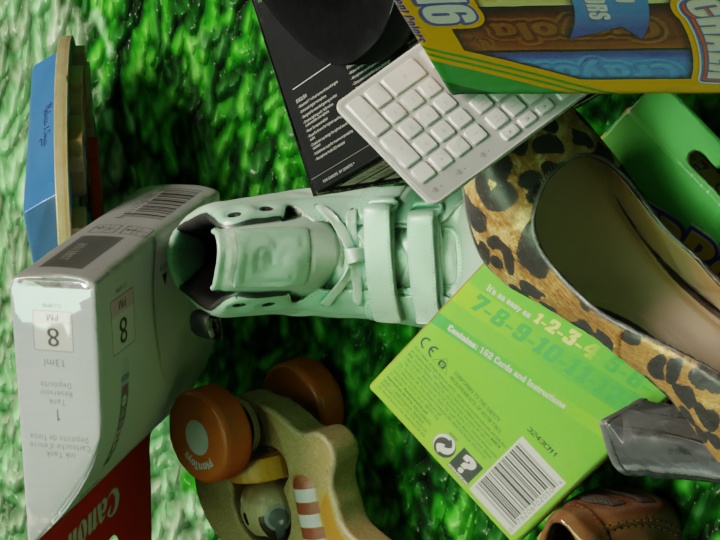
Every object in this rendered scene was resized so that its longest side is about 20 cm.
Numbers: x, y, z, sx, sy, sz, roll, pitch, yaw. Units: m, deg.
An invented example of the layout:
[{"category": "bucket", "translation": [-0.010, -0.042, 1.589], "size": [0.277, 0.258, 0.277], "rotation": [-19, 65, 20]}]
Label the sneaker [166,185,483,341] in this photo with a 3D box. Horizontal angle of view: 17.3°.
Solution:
[{"category": "sneaker", "translation": [0.000, 0.000, 1.067], "size": [0.200, 0.118, 0.074], "rotation": [2, 98, 47]}]

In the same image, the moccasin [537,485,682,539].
[{"category": "moccasin", "translation": [0.103, 0.196, 1.024], "size": [0.074, 0.078, 0.202], "rotation": [17, 111, 43]}]

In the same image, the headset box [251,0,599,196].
[{"category": "headset box", "translation": [0.031, -0.158, 1.014], "size": [0.174, 0.093, 0.200], "rotation": [-29, 76, 48]}]

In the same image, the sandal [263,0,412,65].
[{"category": "sandal", "translation": [-0.045, -0.153, 0.998], "size": [0.200, 0.043, 0.076], "rotation": [48, 131, 32]}]

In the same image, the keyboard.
[{"category": "keyboard", "translation": [0.084, -0.098, 0.901], "size": [0.056, 0.200, 0.011], "rotation": [49, 160, 14]}]

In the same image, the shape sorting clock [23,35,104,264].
[{"category": "shape sorting clock", "translation": [-0.144, -0.021, 1.220], "size": [0.200, 0.039, 0.200], "rotation": [174, 90, -89]}]

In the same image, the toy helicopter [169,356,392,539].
[{"category": "toy helicopter", "translation": [-0.014, 0.140, 1.147], "size": [0.200, 0.079, 0.132], "rotation": [33, 124, 37]}]

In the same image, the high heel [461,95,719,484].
[{"category": "high heel", "translation": [0.117, -0.004, 0.890], "size": [0.143, 0.071, 0.200], "rotation": [-1, 120, 57]}]

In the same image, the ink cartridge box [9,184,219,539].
[{"category": "ink cartridge box", "translation": [-0.112, 0.074, 1.139], "size": [0.057, 0.163, 0.200], "rotation": [1, 107, 17]}]

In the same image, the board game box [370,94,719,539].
[{"category": "board game box", "translation": [0.097, 0.019, 0.990], "size": [0.096, 0.030, 0.200], "rotation": [47, 123, 9]}]

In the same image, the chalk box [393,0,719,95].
[{"category": "chalk box", "translation": [0.114, -0.142, 0.812], "size": [0.200, 0.124, 0.125], "rotation": [3, 64, 24]}]
